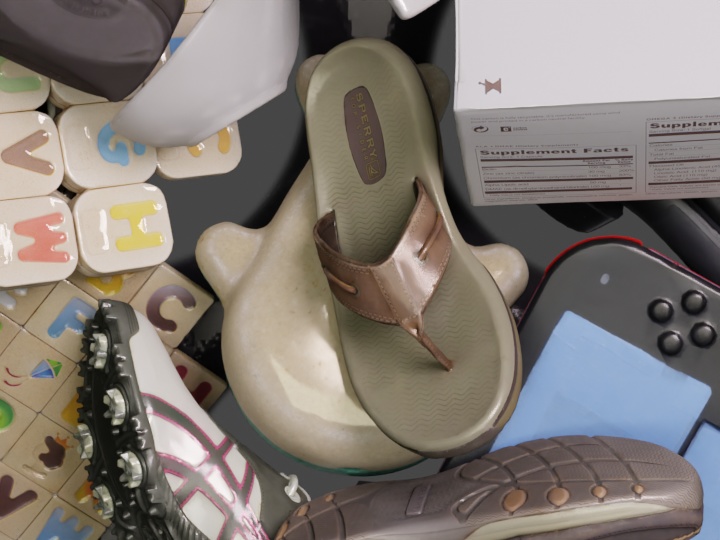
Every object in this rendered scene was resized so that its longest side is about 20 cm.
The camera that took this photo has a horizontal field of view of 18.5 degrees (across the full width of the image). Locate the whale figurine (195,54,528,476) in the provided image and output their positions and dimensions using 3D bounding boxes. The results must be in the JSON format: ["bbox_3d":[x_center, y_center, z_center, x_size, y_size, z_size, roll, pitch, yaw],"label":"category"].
[{"bbox_3d":[0.000,0.000,1.056,0.158,0.104,0.201,3,73,-4],"label":"whale figurine"}]

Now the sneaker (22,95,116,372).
[{"bbox_3d":[-0.161,-0.040,1.069,0.070,0.076,0.201,-17,93,8],"label":"sneaker"}]

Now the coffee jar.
[{"bbox_3d":[-0.117,-0.178,0.992,0.104,0.085,0.201,23,58,-20],"label":"coffee jar"}]

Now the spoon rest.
[{"bbox_3d":[-0.042,-0.108,0.970,0.200,0.099,0.061,-24,99,47],"label":"spoon rest"}]

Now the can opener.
[{"bbox_3d":[0.154,-0.032,1.050,0.200,0.079,0.064,37,60,-1],"label":"can opener"}]

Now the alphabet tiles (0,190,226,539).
[{"bbox_3d":[-0.170,0.060,1.077,0.166,0.006,0.200,35,106,-19],"label":"alphabet tiles"}]

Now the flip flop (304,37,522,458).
[{"bbox_3d":[0.012,-0.013,0.961,0.081,0.058,0.201,-21,70,22],"label":"flip flop"}]

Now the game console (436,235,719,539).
[{"bbox_3d":[0.129,0.101,0.993,0.176,0.031,0.201,30,106,8],"label":"game console"}]

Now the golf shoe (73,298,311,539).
[{"bbox_3d":[-0.076,0.105,1.039,0.088,0.077,0.201,-14,75,-28],"label":"golf shoe"}]

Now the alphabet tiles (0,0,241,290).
[{"bbox_3d":[-0.148,-0.095,1.029,0.195,0.015,0.201,-8,86,-31],"label":"alphabet tiles"}]

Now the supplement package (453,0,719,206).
[{"bbox_3d":[0.120,-0.143,0.973,0.155,0.111,0.201,-2,71,7],"label":"supplement package"}]

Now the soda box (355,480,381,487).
[{"bbox_3d":[0.089,0.147,1.064,0.198,0.063,0.071,5,95,6],"label":"soda box"}]

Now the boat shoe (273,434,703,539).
[{"bbox_3d":[0.059,0.125,0.971,0.199,0.075,0.074,-12,110,21],"label":"boat shoe"}]
